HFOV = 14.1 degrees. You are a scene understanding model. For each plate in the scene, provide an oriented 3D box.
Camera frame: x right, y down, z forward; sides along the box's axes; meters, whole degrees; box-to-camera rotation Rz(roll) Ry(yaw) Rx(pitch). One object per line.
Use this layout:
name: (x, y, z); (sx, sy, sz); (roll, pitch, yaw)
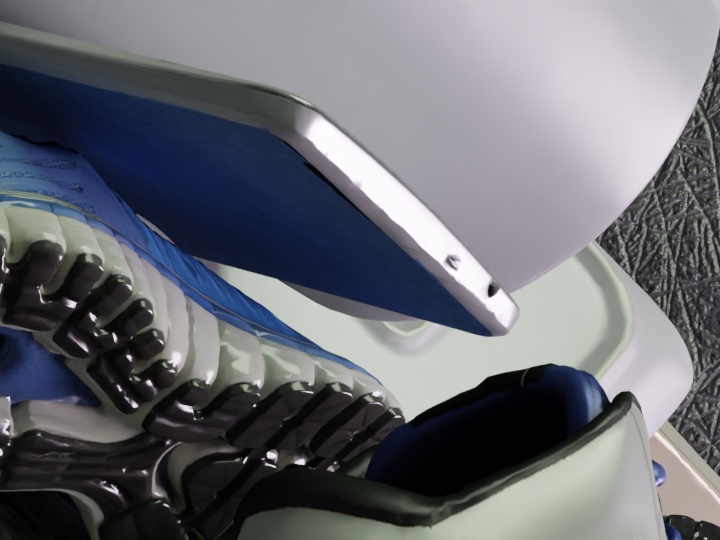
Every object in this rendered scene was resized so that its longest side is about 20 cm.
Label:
plate: (0.000, 0.000, 0.849); (0.200, 0.032, 0.200); (47, 41, 1)

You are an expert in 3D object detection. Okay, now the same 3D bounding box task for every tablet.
tablet: (-0.070, -0.032, 0.662); (0.199, 0.014, 0.130); (16, -14, 30)

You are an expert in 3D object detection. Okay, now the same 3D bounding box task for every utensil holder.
utensil holder: (-0.025, -0.098, 0.716); (0.200, 0.170, 0.170); (40, 10, -46)

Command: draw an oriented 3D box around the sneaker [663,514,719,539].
sneaker: (0.041, 0.105, 0.892); (0.200, 0.081, 0.074); (26, 44, -32)

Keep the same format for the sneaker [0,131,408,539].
sneaker: (-0.057, 0.012, 0.637); (0.089, 0.078, 0.200); (55, 7, 35)

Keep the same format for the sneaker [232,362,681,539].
sneaker: (0.045, 0.083, 0.524); (0.199, 0.080, 0.116); (29, 58, -39)

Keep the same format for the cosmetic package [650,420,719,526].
cosmetic package: (0.096, 0.107, 1.156); (0.200, 0.103, 0.073); (43, 8, -42)
